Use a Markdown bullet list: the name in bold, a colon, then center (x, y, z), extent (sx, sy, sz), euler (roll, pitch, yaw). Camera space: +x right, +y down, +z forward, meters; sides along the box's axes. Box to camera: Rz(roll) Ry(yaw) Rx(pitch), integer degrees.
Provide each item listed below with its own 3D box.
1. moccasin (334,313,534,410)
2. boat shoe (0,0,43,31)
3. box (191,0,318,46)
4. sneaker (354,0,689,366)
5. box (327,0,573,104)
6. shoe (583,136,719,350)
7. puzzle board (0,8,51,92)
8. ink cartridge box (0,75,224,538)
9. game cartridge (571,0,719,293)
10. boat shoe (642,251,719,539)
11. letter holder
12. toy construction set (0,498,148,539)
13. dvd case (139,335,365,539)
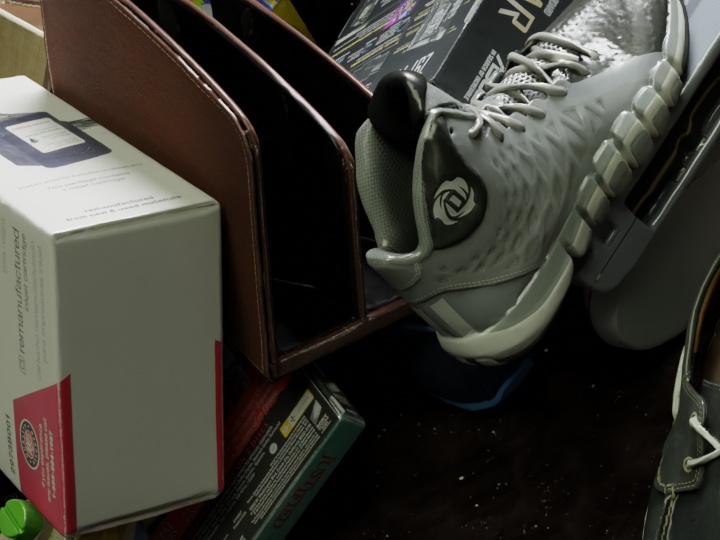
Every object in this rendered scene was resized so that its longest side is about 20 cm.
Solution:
- **moccasin**: center (0.000, 0.000, 1.008), extent (0.200, 0.068, 0.081), euler (17, 57, 33)
- **boat shoe**: center (-0.200, -0.143, 1.139), extent (0.200, 0.076, 0.072), euler (1, 86, 35)
- **box**: center (-0.122, -0.137, 1.179), extent (0.200, 0.064, 0.070), euler (21, 65, 37)
- **sneaker**: center (0.063, -0.069, 0.867), extent (0.075, 0.115, 0.200), euler (3, 61, 50)
- **box**: center (0.039, -0.117, 1.027), extent (0.200, 0.044, 0.160), euler (-22, 35, 61)
- **shoe**: center (0.143, -0.050, 0.986), extent (0.091, 0.072, 0.200), euler (16, 61, 39)
- **puzzle board**: center (-0.222, -0.053, 1.109), extent (0.151, 0.200, 0.017), euler (29, 26, 37)
- **ink cartridge box**: center (-0.145, 0.009, 0.947), extent (0.084, 0.145, 0.200), euler (-13, 27, -30)
- **game cartridge**: center (0.120, -0.089, 0.954), extent (0.133, 0.040, 0.200), euler (25, 79, 52)
- **boat shoe**: center (0.156, 0.077, 0.880), extent (0.072, 0.068, 0.200), euler (4, 58, 26)
- **letter holder**: center (-0.057, -0.073, 0.941), extent (0.100, 0.142, 0.200), euler (-25, 43, -23)
- **toy construction set**: center (-0.182, 0.126, 0.985), extent (0.131, 0.092, 0.200), euler (-59, 40, 9)
- **dvd case**: center (-0.087, 0.064, 0.992), extent (0.146, 0.022, 0.200), euler (-56, 46, 17)
